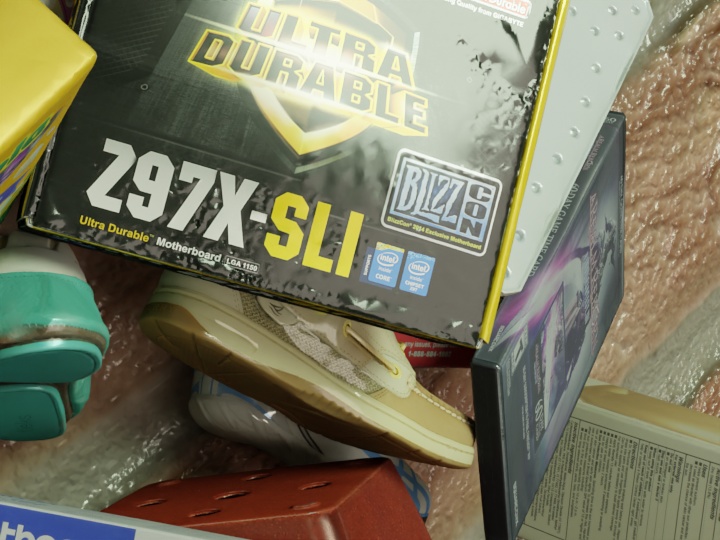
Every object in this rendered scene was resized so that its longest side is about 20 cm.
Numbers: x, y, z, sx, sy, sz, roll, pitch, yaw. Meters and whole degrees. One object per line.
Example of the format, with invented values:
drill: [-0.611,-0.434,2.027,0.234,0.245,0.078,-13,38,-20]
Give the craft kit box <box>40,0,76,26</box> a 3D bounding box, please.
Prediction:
craft kit box: [-0.106,-0.135,0.695,0.197,0.048,0.201,35,70,-57]

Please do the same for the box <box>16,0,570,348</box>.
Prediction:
box: [-0.026,-0.068,0.651,0.199,0.049,0.161,16,86,-17]

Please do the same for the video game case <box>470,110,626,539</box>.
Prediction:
video game case: [0.106,0.029,0.850,0.143,0.019,0.200,81,31,-43]

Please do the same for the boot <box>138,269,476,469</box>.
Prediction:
boot: [0.000,0.000,0.766,0.200,0.073,0.156,31,69,-32]

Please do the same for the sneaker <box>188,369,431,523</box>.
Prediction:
sneaker: [-0.016,0.087,0.863,0.200,0.072,0.073,41,65,-45]

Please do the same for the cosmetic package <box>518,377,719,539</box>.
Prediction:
cosmetic package: [0.186,0.138,0.970,0.071,0.200,0.106,-2,103,-42]

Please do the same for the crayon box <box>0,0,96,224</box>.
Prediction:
crayon box: [-0.163,-0.022,0.538,0.052,0.200,0.126,42,57,-4]

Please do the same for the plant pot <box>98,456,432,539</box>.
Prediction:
plant pot: [-0.048,0.191,0.751,0.200,0.199,0.177,-13,95,-76]

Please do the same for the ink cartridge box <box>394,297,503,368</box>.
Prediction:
ink cartridge box: [0.055,-0.052,0.877,0.144,0.084,0.201,3,99,-43]

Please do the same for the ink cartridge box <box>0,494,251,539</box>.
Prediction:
ink cartridge box: [-0.083,0.154,0.649,0.044,0.199,0.095,30,69,-74]

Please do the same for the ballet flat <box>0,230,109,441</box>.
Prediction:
ballet flat: [-0.144,0.022,0.666,0.067,0.200,0.071,-1,75,-13]

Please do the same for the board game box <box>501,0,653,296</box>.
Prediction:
board game box: [0.030,-0.117,0.743,0.200,0.026,0.200,38,58,-13]

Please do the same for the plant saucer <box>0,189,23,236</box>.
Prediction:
plant saucer: [-0.187,-0.092,0.683,0.199,0.029,0.201,-13,109,-39]
